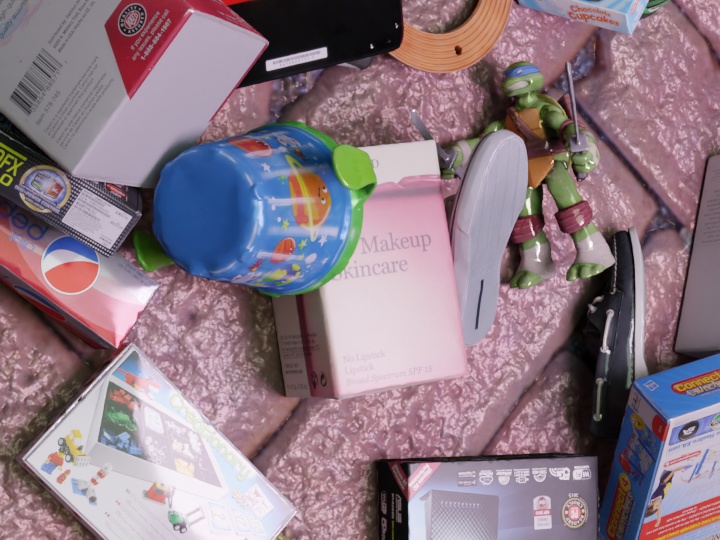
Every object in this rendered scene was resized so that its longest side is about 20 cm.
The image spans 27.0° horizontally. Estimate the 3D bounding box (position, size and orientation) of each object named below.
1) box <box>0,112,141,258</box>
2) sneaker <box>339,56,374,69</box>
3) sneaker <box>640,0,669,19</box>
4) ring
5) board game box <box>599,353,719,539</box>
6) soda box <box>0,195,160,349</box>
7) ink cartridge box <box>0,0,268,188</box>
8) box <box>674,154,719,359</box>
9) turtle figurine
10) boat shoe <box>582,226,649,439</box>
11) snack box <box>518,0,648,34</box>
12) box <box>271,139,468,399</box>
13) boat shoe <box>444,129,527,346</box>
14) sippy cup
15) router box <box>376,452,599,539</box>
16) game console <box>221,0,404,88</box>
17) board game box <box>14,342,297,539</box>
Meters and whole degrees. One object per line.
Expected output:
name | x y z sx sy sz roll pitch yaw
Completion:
box | -0.256 -0.105 1.111 0.200 0.160 0.044 32 107 -19
sneaker | -0.080 -0.194 1.260 0.199 0.074 0.080 10 108 -28
sneaker | 0.318 -0.332 1.443 0.078 0.085 0.201 32 72 -20
ring | 0.058 -0.275 1.333 0.200 0.019 0.201 2 86 -36
board game box | 0.321 0.165 1.355 0.199 0.056 0.196 -14 131 -25
soda box | -0.256 -0.020 1.150 0.200 0.070 0.064 38 73 -18
ink cartridge box | -0.202 -0.178 1.078 0.200 0.145 0.145 41 102 14
box | 0.396 -0.004 1.444 0.124 0.097 0.201 17 79 -23
turtle figurine | 0.139 -0.078 1.307 0.143 0.200 0.195 -16 98 9
boat shoe | 0.235 0.056 1.379 0.060 0.076 0.201 -3 68 12
snack box | 0.236 -0.320 1.391 0.201 0.116 0.037 -62 153 -17
box | 0.000 0.000 1.249 0.127 0.109 0.201 -8 90 -25
boat shoe | 0.085 -0.032 1.269 0.073 0.067 0.201 -16 127 -43
sippy cup | -0.085 -0.045 1.128 0.140 0.130 0.178 39 109 20
router box | 0.113 0.238 1.308 0.199 0.062 0.151 1 86 -25
game console | -0.061 -0.238 1.190 0.199 0.031 0.177 -16 126 -16
board game box | -0.160 0.172 1.199 0.200 0.035 0.126 48 69 -14
